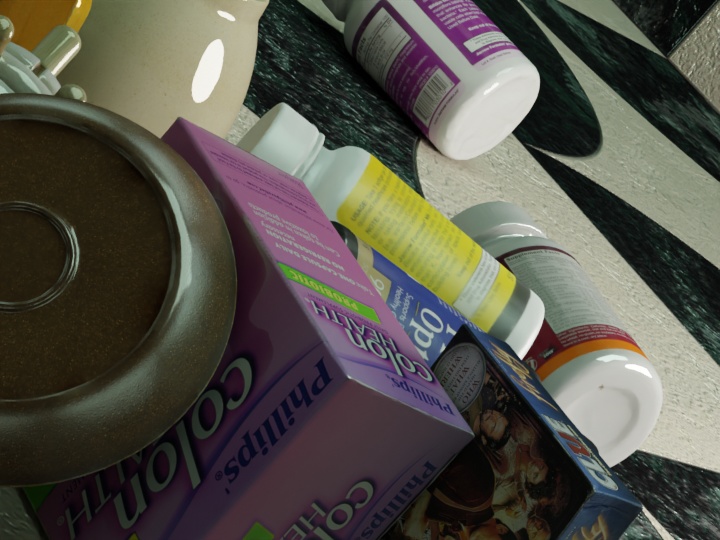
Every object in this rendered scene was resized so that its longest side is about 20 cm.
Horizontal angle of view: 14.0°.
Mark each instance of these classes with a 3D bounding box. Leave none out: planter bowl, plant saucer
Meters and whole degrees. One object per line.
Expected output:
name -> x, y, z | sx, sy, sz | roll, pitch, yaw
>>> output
planter bowl -> -0.146, -0.170, 1.947 | 0.200, 0.135, 0.200 | 38, 15, -12
plant saucer -> -0.155, 0.000, 1.318 | 0.200, 0.200, 0.032 | 47, -21, 20

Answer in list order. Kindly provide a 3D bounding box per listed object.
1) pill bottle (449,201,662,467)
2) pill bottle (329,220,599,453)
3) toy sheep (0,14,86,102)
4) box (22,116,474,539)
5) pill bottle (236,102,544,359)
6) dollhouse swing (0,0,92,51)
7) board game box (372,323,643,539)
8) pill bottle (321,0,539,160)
pill bottle -> 0.124, 0.045, 2.067 | 0.109, 0.110, 0.200 | 28, 20, -41
pill bottle -> 0.026, 0.071, 1.556 | 0.200, 0.112, 0.112 | 36, 16, -19
toy sheep -> -0.201, -0.055, 1.445 | 0.138, 0.200, 0.138 | 32, -33, 24
box -> -0.073, 0.063, 1.399 | 0.097, 0.176, 0.200 | 26, 22, -45
pill bottle -> 0.000, 0.000, 1.727 | 0.200, 0.114, 0.114 | 40, 15, -9
dollhouse swing -> -0.207, -0.106, 1.590 | 0.176, 0.182, 0.200 | 37, 11, 25
board game box -> 0.031, 0.143, 1.365 | 0.035, 0.200, 0.136 | 24, 18, -39
pill bottle -> 0.056, -0.201, 2.581 | 0.200, 0.112, 0.112 | 49, 16, 23
